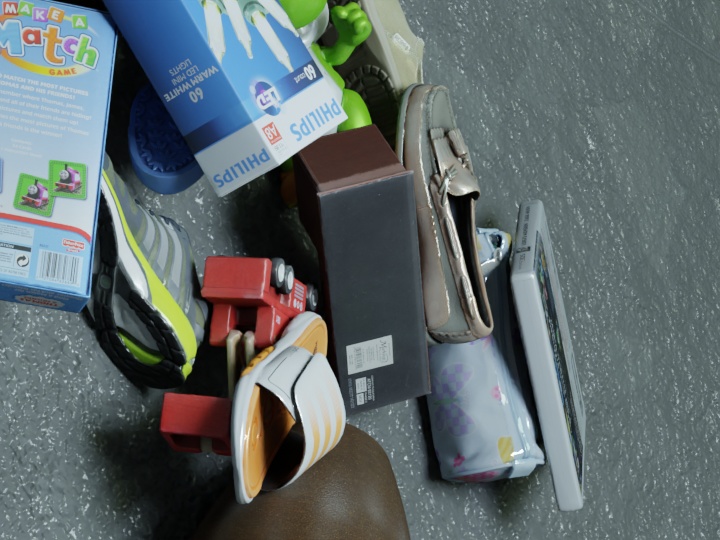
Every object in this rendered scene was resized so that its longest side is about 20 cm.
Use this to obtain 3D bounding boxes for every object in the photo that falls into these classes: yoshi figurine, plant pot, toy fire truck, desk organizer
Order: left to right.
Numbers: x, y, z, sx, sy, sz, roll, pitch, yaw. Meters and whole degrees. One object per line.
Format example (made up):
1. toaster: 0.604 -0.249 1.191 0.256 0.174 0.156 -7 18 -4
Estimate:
1. toy fire truck: -0.078 0.063 1.541 0.200 0.049 0.141 40 54 -72
2. yoshi figurine: -0.044 -0.154 1.668 0.112 0.112 0.201 -14 85 -45
3. plant pot: -0.039 0.200 1.511 0.187 0.187 0.200 50 31 -26
4. desk organizer: 0.000 0.000 1.644 0.077 0.072 0.200 -121 -159 -52

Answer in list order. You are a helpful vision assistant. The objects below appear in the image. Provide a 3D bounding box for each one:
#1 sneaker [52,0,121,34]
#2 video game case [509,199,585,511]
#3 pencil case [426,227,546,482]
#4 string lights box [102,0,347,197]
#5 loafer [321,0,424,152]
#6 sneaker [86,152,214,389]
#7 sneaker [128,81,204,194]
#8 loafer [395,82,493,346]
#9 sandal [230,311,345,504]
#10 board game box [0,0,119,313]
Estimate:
1. sneaker: -0.177 -0.211 1.560 0.200 0.085 0.073 -15 131 -30
2. video game case: 0.151 0.065 1.794 0.182 0.023 0.201 -73 152 -70
3. pencil case: 0.093 0.067 1.763 0.083 0.091 0.201 5 74 -49
4. string lights box: -0.101 -0.160 1.478 0.200 0.059 0.103 59 34 -6
5. loafer: 0.019 -0.155 1.766 0.068 0.076 0.201 -10 84 -45
6. sneaker: -0.161 -0.020 1.516 0.200 0.074 0.081 66 32 -21
7. sneaker: -0.118 -0.115 1.568 0.078 0.070 0.200 93 6 -48
8. loafer: 0.070 -0.044 1.702 0.072 0.063 0.201 -2 90 -58
9. sandal: -0.036 0.082 1.491 0.207 0.059 0.079 -58 150 -61
10. board game box: -0.236 -0.082 1.414 0.151 0.037 0.201 10 67 -16
